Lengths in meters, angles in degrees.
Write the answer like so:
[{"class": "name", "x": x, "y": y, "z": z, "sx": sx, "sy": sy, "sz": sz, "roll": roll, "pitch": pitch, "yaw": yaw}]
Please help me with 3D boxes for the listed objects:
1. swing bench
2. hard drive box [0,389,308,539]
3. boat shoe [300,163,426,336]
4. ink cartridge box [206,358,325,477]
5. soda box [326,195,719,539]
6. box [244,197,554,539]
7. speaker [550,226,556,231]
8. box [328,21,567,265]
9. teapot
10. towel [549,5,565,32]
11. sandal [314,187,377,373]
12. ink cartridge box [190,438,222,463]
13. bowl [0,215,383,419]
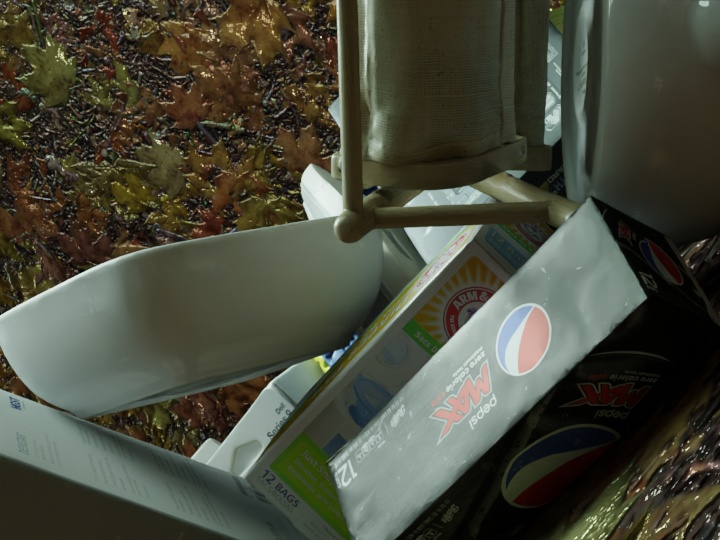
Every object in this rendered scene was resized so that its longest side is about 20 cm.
[{"class": "swing bench", "x": 0.048, "y": -0.134, "z": 0.727, "sx": 0.200, "sy": 0.128, "sz": 0.202, "roll": -88, "pitch": -3, "yaw": -76}, {"class": "hard drive box", "x": -0.131, "y": 0.148, "z": 0.801, "sx": 0.078, "sy": 0.198, "sz": 0.156, "roll": -66, "pitch": 18, "yaw": 1}, {"class": "boat shoe", "x": 0.000, "y": 0.000, "z": 0.929, "sx": 0.069, "sy": 0.072, "sz": 0.200, "roll": -52, "pitch": 43, "yaw": 12}, {"class": "ink cartridge box", "x": -0.019, "y": 0.115, "z": 1.084, "sx": 0.200, "sy": 0.084, "sz": 0.146, "roll": -34, "pitch": -15, "yaw": -52}, {"class": "soda box", "x": 0.073, "y": 0.064, "z": 0.672, "sx": 0.200, "sy": 0.063, "sz": 0.071, "roll": -48, "pitch": 42, "yaw": 26}, {"class": "box", "x": 0.047, "y": 0.068, "z": 0.793, "sx": 0.200, "sy": 0.112, "sz": 0.101, "roll": -46, "pitch": 2, "yaw": 24}, {"class": "speaker", "x": 0.195, "y": -0.089, "z": 0.961, "sx": 0.200, "sy": 0.081, "sz": 0.081, "roll": -50, "pitch": 3, "yaw": -12}, {"class": "box", "x": 0.075, "y": -0.100, "z": 0.937, "sx": 0.158, "sy": 0.051, "sz": 0.201, "roll": -45, "pitch": 40, "yaw": 12}, {"class": "teapot", "x": 0.182, "y": -0.103, "z": 0.729, "sx": 0.201, "sy": 0.144, "sz": 0.199, "roll": -89, "pitch": 0, "yaw": -50}, {"class": "towel", "x": 0.211, "y": -0.158, "z": 0.933, "sx": 0.198, "sy": 0.023, "sz": 0.145, "roll": -23, "pitch": 42, "yaw": 18}, {"class": "sandal", "x": 0.002, "y": -0.005, "z": 1.022, "sx": 0.087, "sy": 0.078, "sz": 0.202, "roll": 112, "pitch": 157, "yaw": -49}, {"class": "ink cartridge box", "x": -0.153, "y": 0.262, "z": 1.224, "sx": 0.145, "sy": 0.084, "sz": 0.201, "roll": -51, "pitch": -11, "yaw": -43}, {"class": "bowl", "x": -0.096, "y": 0.032, "z": 0.845, "sx": 0.198, "sy": 0.076, "sz": 0.199, "roll": -9, "pitch": -8, "yaw": -41}]
